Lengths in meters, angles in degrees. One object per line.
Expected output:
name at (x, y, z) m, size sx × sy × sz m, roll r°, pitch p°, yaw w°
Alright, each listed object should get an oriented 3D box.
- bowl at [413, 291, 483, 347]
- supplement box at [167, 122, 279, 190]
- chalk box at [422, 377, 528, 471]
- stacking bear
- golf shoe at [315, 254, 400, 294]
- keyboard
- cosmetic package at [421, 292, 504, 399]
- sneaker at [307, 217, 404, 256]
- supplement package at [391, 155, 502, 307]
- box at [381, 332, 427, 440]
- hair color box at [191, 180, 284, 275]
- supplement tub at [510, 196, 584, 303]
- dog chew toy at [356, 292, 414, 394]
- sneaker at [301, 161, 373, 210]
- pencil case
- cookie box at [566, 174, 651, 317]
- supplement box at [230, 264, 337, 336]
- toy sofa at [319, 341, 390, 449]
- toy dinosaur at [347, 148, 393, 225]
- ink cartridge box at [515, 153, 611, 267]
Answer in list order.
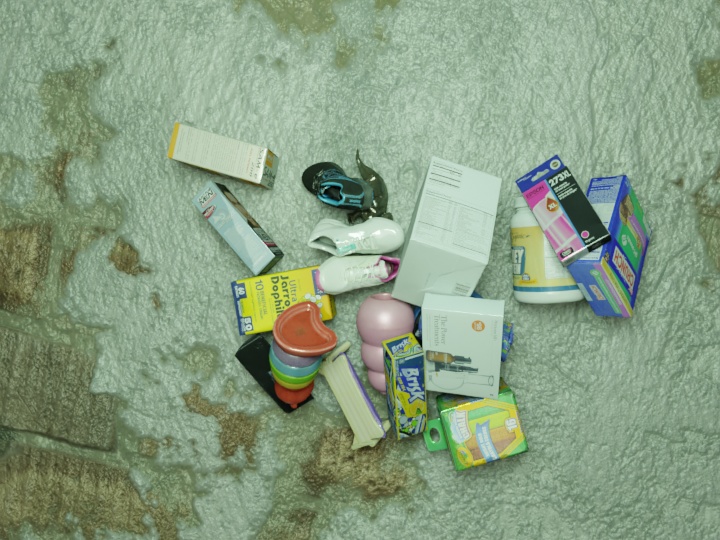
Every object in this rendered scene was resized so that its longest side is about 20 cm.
bowl at (0.195, 0.136, 1.212) m, size 0.193 × 0.039 × 0.208 m, roll 0°, pitch 93°, yaw 3°
supplement box at (-0.276, -0.230, 1.182) m, size 0.194 × 0.126 × 0.076 m, roll 16°, pitch 93°, yaw 3°
chalk box at (0.223, 0.316, 1.175) m, size 0.194 × 0.124 × 0.128 m, roll -18°, pitch 91°, yaw 4°
stacking bear at (-0.124, 0.181, 1.123) m, size 0.111 × 0.204 × 0.122 m, roll -15°, pitch 48°, yaw -28°
golf shoe at (0.000, 0.000, 1.144) m, size 0.196 × 0.090 × 0.078 m, roll -13°, pitch 92°, yaw -41°
keyboard at (-0.161, 0.206, 1.207) m, size 0.125 × 0.021 × 0.202 m, roll -30°, pitch 117°, yaw 9°
cosmetic package at (0.191, 0.144, 1.082) m, size 0.146 × 0.052 × 0.205 m, roll 3°, pitch 124°, yaw 14°
sneaker at (-0.012, -0.056, 1.138) m, size 0.194 × 0.089 × 0.078 m, roll 2°, pitch 116°, yaw 22°
supplement package at (0.161, -0.060, 1.092) m, size 0.143 × 0.193 × 0.204 m, roll 17°, pitch 57°, yaw 2°
box at (0.088, 0.229, 1.133) m, size 0.068 × 0.065 × 0.205 m, roll -13°, pitch 121°, yaw -13°
hair color box at (-0.251, -0.087, 1.200) m, size 0.060 × 0.099 × 0.201 m, roll -42°, pitch 90°, yaw 5°
supplement tub at (0.370, -0.044, 1.141) m, size 0.139 × 0.145 × 0.207 m, roll -4°, pitch 92°, yaw 4°
dog chew toy at (0.052, 0.154, 1.185) m, size 0.120 × 0.125 × 0.207 m, roll -1°, pitch 101°, yaw 3°
sneaker at (-0.063, -0.173, 1.153) m, size 0.197 × 0.080 × 0.076 m, roll 24°, pitch 114°, yaw 43°
pencil case at (0.209, 0.120, 1.149) m, size 0.194 × 0.087 × 0.080 m, roll 15°, pitch 72°, yaw 2°
cookie box at (0.474, -0.044, 1.091) m, size 0.171 × 0.074 × 0.204 m, roll 45°, pitch 61°, yaw -35°
supplement box at (-0.155, 0.058, 1.195) m, size 0.193 × 0.110 × 0.113 m, roll -11°, pitch 92°, yaw 3°
toy sofa at (-0.008, 0.255, 1.192) m, size 0.096 × 0.082 × 0.204 m, roll -28°, pitch 90°, yaw 35°
toy dinosaur at (0.020, -0.148, 1.204) m, size 0.099 × 0.077 × 0.207 m, roll -8°, pitch 87°, yaw -8°
ink cartridge box at (0.360, -0.116, 1.042) m, size 0.093 × 0.037 × 0.204 m, roll -31°, pitch 59°, yaw 18°
